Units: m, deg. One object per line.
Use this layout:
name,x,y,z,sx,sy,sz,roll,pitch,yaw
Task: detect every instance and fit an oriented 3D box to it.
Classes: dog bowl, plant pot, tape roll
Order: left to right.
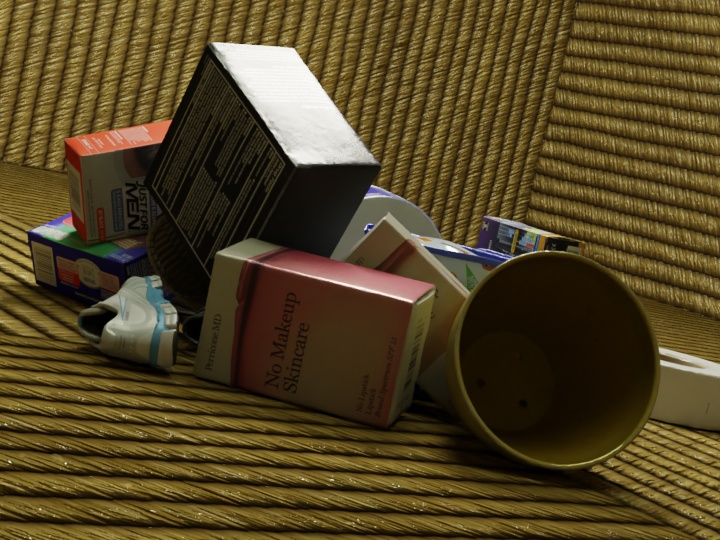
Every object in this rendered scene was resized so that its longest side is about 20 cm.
dog bowl,0.000,0.000,1.839,0.200,0.200,0.079,10,8,-28
plant pot,0.160,0.095,1.452,0.200,0.200,0.142,12,-16,-13
tape roll,0.385,0.144,1.976,0.202,0.071,0.202,13,5,-1

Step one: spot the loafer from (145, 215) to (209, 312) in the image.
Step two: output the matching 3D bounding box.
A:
loafer,-0.160,0.022,1.702,0.200,0.076,0.068,48,-6,12

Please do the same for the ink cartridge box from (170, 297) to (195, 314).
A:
ink cartridge box,-0.197,0.013,1.935,0.116,0.068,0.200,16,7,33

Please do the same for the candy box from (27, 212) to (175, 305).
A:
candy box,-0.258,-0.030,1.815,0.169,0.077,0.200,17,30,36

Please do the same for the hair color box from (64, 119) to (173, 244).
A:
hair color box,-0.229,-0.108,1.761,0.200,0.111,0.064,-14,30,-24

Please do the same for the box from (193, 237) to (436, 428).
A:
box,-0.043,0.058,1.481,0.200,0.128,0.109,14,11,12

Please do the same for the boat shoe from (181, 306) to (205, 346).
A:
boat shoe,-0.091,0.076,1.598,0.200,0.072,0.071,4,10,19

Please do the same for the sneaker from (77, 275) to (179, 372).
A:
sneaker,-0.234,0.044,1.508,0.087,0.075,0.200,6,7,-17

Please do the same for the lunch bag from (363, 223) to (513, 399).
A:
lunch bag,0.084,0.052,1.678,0.200,0.170,0.124,12,8,0

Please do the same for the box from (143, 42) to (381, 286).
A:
box,-0.107,-0.099,1.627,0.123,0.200,0.198,-3,46,-40

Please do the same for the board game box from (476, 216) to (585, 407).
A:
board game box,0.177,0.048,1.771,0.057,0.200,0.165,9,5,-24

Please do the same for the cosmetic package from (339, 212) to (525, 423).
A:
cosmetic package,0.063,0.047,1.571,0.200,0.103,0.087,43,6,-2
